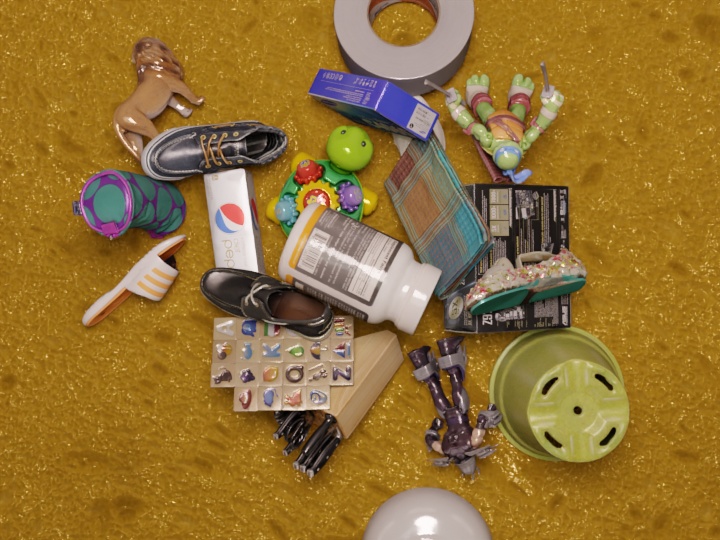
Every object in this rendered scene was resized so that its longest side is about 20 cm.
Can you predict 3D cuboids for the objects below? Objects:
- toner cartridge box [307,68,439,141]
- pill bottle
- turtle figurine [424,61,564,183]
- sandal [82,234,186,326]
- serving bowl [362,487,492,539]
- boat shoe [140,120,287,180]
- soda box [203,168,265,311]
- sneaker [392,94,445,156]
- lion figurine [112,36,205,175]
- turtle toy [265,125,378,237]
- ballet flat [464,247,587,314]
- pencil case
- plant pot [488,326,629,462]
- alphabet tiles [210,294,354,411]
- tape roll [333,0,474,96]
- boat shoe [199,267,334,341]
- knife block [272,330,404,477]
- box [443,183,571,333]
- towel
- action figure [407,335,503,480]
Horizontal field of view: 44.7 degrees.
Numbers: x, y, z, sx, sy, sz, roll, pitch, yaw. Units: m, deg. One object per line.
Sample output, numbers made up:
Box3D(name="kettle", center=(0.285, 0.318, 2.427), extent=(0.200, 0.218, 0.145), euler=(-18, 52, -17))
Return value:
Box3D(name="toner cartridge box", center=(0.014, -0.229, 1.201), extent=(0.095, 0.200, 0.043), euler=(27, 92, -33))
Box3D(name="pill bottle", center=(0.000, 0.000, 1.162), extent=(0.199, 0.116, 0.117), euler=(26, 92, 5))
Box3D(name="turtle figurine", center=(0.194, -0.237, 1.188), extent=(0.143, 0.194, 0.201), euler=(-28, 115, 19))
Box3D(name="sandal", center=(-0.321, 0.027, 1.296), extent=(0.206, 0.079, 0.059), euler=(-42, 89, 11))
Box3D(name="serving bowl", center=(0.098, 0.423, 1.272), extent=(0.198, 0.066, 0.202), euler=(0, 90, 3))
Box3D(name="boat shoe", center=(-0.203, -0.173, 1.230), extent=(0.199, 0.091, 0.072), euler=(-20, 111, -30))
Box3D(name="soda box", center=(-0.181, -0.045, 1.286), extent=(0.063, 0.068, 0.202), euler=(-8, 90, 3))
Box3D(name="sneaker", center=(0.092, -0.167, 1.264), extent=(0.076, 0.080, 0.202), euler=(-16, 88, 5))
Box3D(name="lion figurine", center=(-0.306, -0.243, 1.263), extent=(0.122, 0.072, 0.201), euler=(38, 51, -23))
Box3D(name="turtle toy", center=(-0.048, -0.115, 1.261), extent=(0.145, 0.101, 0.201), euler=(29, 92, 3))
Box3D(name="ballet flat", center=(0.209, 0.011, 1.148), extent=(0.198, 0.076, 0.064), euler=(-10, 63, -30))
Box3D(name="pencil case", center=(-0.316, -0.090, 1.227), extent=(0.084, 0.200, 0.093), euler=(6, 93, 10))
Box3D(name="plant pot", center=(0.284, 0.180, 1.200), extent=(0.198, 0.184, 0.203), euler=(0, 90, 3))
Box3D(name="alphabet tiles", center=(-0.108, 0.113, 1.219), extent=(0.198, 0.006, 0.168), euler=(-1, 70, -1))
Box3D(name="tape roll", center=(0.062, -0.355, 1.254), extent=(0.198, 0.066, 0.202), euler=(-1, 78, 3))
Box3D(name="boat shoe", center=(-0.131, 0.036, 1.210), extent=(0.198, 0.068, 0.072), euler=(19, 74, 9))
Box3D(name="knife block", center=(-0.026, 0.190, 1.231), extent=(0.198, 0.064, 0.177), euler=(-16, 48, 3))
Box3D(name="box", center=(0.204, -0.017, 1.220), extent=(0.162, 0.086, 0.202), euler=(-2, 91, -27))
Box3D(name="towel", center=(0.099, -0.079, 1.187), extent=(0.022, 0.147, 0.201), euler=(-10, 63, -32))
Box3D(name="action figure", center=(0.136, 0.200, 1.254), extent=(0.129, 0.069, 0.202), euler=(-20, 77, 27))
